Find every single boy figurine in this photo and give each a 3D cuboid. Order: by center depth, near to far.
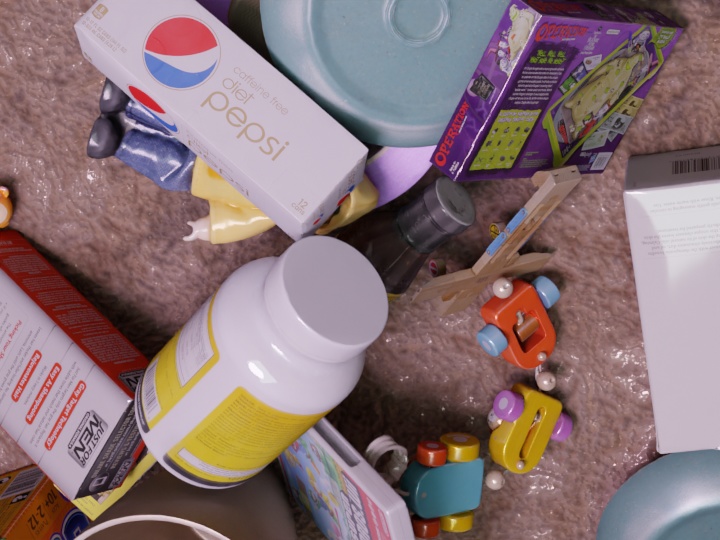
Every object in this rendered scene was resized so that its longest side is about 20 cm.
[{"bbox_3d":[-0.086,-0.071,1.118,0.199,0.064,0.125,23,104,4],"label":"boy figurine"}]

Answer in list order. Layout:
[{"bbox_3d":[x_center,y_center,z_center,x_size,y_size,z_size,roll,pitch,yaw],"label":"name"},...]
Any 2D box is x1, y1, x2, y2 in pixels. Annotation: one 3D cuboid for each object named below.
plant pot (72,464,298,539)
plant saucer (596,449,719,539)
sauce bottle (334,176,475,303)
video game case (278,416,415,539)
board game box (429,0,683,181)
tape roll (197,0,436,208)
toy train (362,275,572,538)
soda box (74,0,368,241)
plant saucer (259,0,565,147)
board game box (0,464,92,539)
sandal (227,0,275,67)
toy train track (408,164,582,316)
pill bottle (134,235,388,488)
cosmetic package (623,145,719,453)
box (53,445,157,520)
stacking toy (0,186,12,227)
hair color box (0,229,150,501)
[{"bbox_3d":[-0.120,0.222,1.230,0.186,0.200,0.189,3,110,9],"label":"plant pot"},{"bbox_3d":[0.278,0.217,1.215,0.198,0.036,0.201,2,123,4],"label":"plant saucer"},{"bbox_3d":[0.000,0.000,1.175,0.066,0.066,0.200,47,127,-8],"label":"sauce bottle"},{"bbox_3d":[-0.013,0.167,1.189,0.017,0.200,0.144,-28,129,-18],"label":"video game case"},{"bbox_3d":[0.132,-0.117,1.063,0.032,0.199,0.120,43,117,25],"label":"board game box"},{"bbox_3d":[-0.025,-0.142,1.149,0.199,0.066,0.201,4,110,10],"label":"tape roll"},{"bbox_3d":[0.080,0.099,1.201,0.200,0.056,0.151,-44,123,-15],"label":"toy train"},{"bbox_3d":[-0.090,-0.110,1.055,0.200,0.064,0.068,41,78,7],"label":"soda box"},{"bbox_3d":[0.036,-0.167,1.027,0.198,0.036,0.201,-2,115,-5],"label":"plant saucer"},{"bbox_3d":[-0.307,0.302,1.295,0.199,0.200,0.201,-19,106,17],"label":"board game box"},{"bbox_3d":[0.005,-0.141,1.079,0.199,0.054,0.081,28,113,-1],"label":"sandal"},{"bbox_3d":[0.096,-0.026,1.140,0.033,0.114,0.200,66,151,18],"label":"toy train track"},{"bbox_3d":[-0.066,0.061,1.094,0.112,0.112,0.200,41,136,-6],"label":"pill bottle"},{"bbox_3d":[0.250,0.020,1.147,0.107,0.085,0.201,-5,110,13],"label":"cosmetic package"},{"bbox_3d":[-0.153,0.106,1.262,0.050,0.075,0.200,42,113,-4],"label":"box"},{"bbox_3d":[-0.340,-0.100,1.215,0.116,0.110,0.200,-37,111,18],"label":"stacking toy"},{"bbox_3d":[-0.241,0.068,1.227,0.200,0.061,0.102,42,113,22],"label":"hair color box"}]
